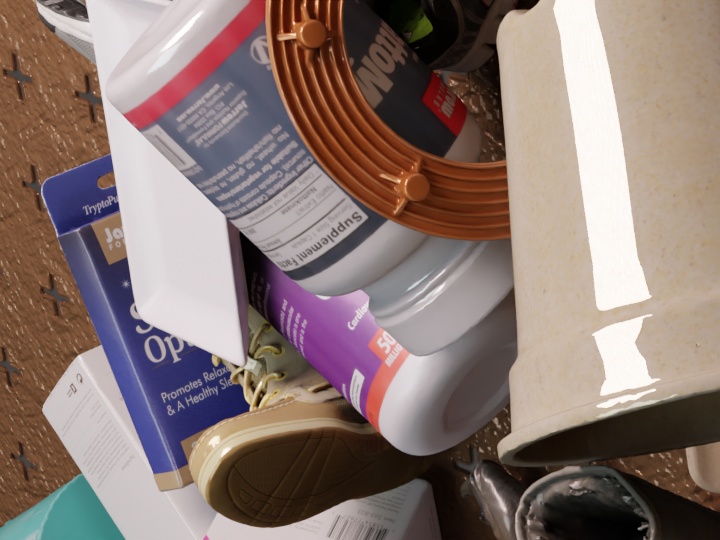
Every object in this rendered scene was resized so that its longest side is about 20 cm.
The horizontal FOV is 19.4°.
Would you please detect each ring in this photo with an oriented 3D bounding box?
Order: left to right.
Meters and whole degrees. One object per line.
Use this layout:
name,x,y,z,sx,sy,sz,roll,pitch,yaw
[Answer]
ring,0.056,-0.113,0.951,0.019,0.200,0.201,-169,59,-73

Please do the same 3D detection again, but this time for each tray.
tray,-0.097,-0.054,1.124,0.107,0.022,0.200,20,124,48

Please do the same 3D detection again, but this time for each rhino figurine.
rhino figurine,0.120,0.152,1.134,0.200,0.060,0.087,19,135,47

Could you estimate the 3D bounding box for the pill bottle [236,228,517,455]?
pill bottle,0.000,0.000,1.146,0.200,0.112,0.112,43,138,25

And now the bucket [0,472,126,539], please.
bucket,-0.168,0.233,1.414,0.135,0.207,0.207,-39,80,46

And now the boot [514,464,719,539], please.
boot,0.194,0.142,0.938,0.200,0.073,0.182,34,155,-32

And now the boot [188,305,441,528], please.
boot,-0.055,0.062,1.184,0.155,0.200,0.073,45,121,26

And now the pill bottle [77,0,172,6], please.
pill bottle,-0.105,-0.186,1.165,0.200,0.111,0.111,25,128,40

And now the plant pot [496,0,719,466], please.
plant pot,0.139,-0.029,0.874,0.200,0.200,0.184,-27,70,53

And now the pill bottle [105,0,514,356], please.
pill bottle,-0.012,-0.059,1.005,0.200,0.120,0.120,44,145,-14

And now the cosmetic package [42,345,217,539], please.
cosmetic package,-0.101,0.133,1.348,0.200,0.108,0.085,57,142,12

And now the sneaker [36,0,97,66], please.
sneaker,-0.126,-0.125,1.261,0.200,0.074,0.079,32,137,35

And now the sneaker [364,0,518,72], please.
sneaker,0.043,-0.167,1.019,0.074,0.087,0.200,45,139,23

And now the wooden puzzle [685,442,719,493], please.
wooden puzzle,0.232,0.031,0.957,0.200,0.037,0.185,7,115,43

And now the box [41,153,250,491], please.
box,-0.106,0.019,1.275,0.032,0.121,0.200,-16,98,53

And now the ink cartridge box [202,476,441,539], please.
ink cartridge box,-0.044,0.203,1.213,0.115,0.200,0.068,13,141,21
